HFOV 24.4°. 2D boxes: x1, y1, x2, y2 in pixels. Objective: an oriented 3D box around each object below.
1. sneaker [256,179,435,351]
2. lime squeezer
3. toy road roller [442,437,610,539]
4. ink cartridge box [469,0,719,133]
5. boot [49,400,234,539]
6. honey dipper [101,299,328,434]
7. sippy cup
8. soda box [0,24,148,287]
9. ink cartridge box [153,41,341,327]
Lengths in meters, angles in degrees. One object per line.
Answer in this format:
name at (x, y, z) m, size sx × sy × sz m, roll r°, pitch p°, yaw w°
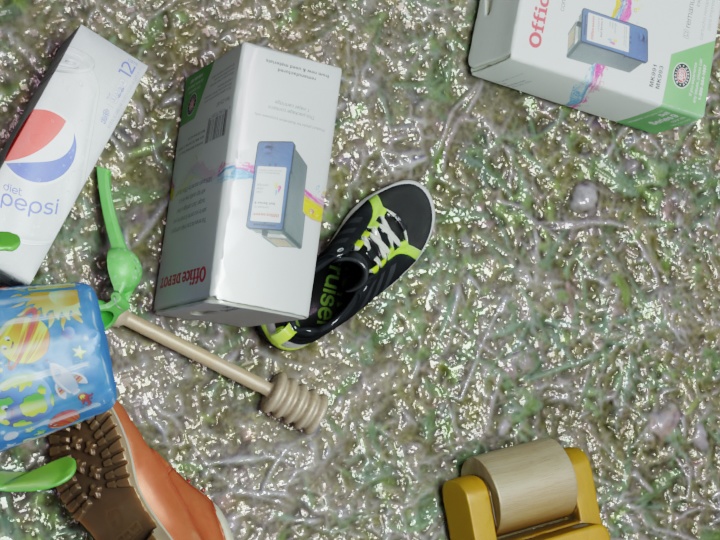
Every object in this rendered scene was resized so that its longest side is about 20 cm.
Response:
sneaker at (0.000, 0.000, 1.373) m, size 0.200 × 0.083 × 0.072 m, roll -45°, pitch 103°, yaw -20°
lime squeezer at (-0.212, 0.017, 1.293) m, size 0.070 × 0.038 × 0.201 m, roll 20°, pitch 78°, yaw 6°
toy road roller at (0.163, 0.245, 1.385) m, size 0.123 × 0.146 × 0.201 m, roll -12°, pitch 90°, yaw -24°
ink cartridge box at (0.211, -0.221, 1.474) m, size 0.199 × 0.087 × 0.146 m, roll 15°, pitch 80°, yaw -20°
boot at (-0.168, 0.174, 1.298) m, size 0.107 × 0.075 × 0.200 m, roll -9°, pitch 68°, yaw -59°
honey dipper at (-0.119, 0.074, 1.341) m, size 0.200 × 0.038 × 0.038 m, roll 28°, pitch 75°, yaw -17°
sippy cup at (-0.249, 0.067, 1.215) m, size 0.130 × 0.178 × 0.140 m, roll -13°, pitch 59°, yaw -8°
soda box at (-0.242, -0.086, 1.285) m, size 0.063 × 0.068 × 0.200 m, roll 31°, pitch 75°, yaw -17°
ink cartridge box at (-0.092, -0.060, 1.305) m, size 0.087 × 0.145 × 0.201 m, roll 13°, pitch 79°, yaw -23°
